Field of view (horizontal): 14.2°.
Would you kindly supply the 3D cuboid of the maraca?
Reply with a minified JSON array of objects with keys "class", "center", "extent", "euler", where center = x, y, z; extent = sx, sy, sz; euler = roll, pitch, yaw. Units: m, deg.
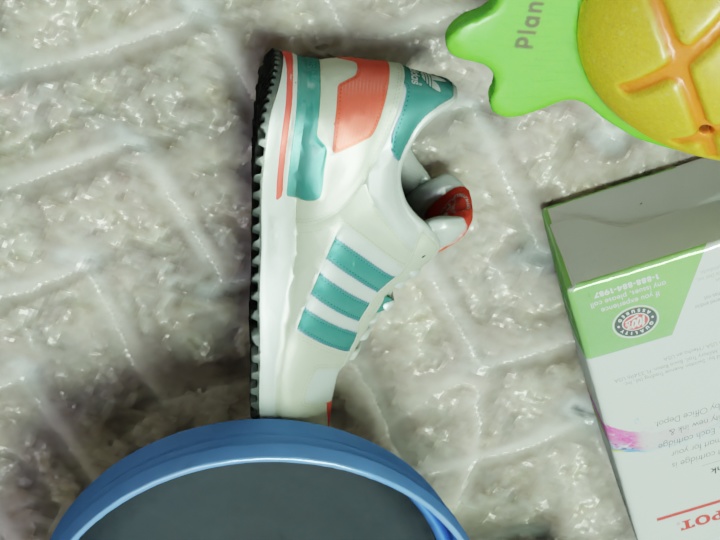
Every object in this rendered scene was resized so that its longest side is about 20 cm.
[{"class":"maraca","center":[0.135,-0.103,1.141],"extent":[0.200,0.107,0.137],"euler":[3,125,-11]}]

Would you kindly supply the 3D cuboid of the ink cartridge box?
[{"class":"ink cartridge box","center":[0.161,0.051,1.278],"extent":[0.117,0.067,0.200],"euler":[-17,125,1]}]

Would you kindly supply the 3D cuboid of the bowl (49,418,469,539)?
[{"class":"bowl","center":[-0.045,0.149,1.247],"extent":[0.200,0.039,0.201],"euler":[-4,124,-5]}]

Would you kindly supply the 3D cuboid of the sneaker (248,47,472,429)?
[{"class":"sneaker","center":[0.000,-0.001,1.213],"extent":[0.093,0.070,0.200],"euler":[0,122,-3]}]
